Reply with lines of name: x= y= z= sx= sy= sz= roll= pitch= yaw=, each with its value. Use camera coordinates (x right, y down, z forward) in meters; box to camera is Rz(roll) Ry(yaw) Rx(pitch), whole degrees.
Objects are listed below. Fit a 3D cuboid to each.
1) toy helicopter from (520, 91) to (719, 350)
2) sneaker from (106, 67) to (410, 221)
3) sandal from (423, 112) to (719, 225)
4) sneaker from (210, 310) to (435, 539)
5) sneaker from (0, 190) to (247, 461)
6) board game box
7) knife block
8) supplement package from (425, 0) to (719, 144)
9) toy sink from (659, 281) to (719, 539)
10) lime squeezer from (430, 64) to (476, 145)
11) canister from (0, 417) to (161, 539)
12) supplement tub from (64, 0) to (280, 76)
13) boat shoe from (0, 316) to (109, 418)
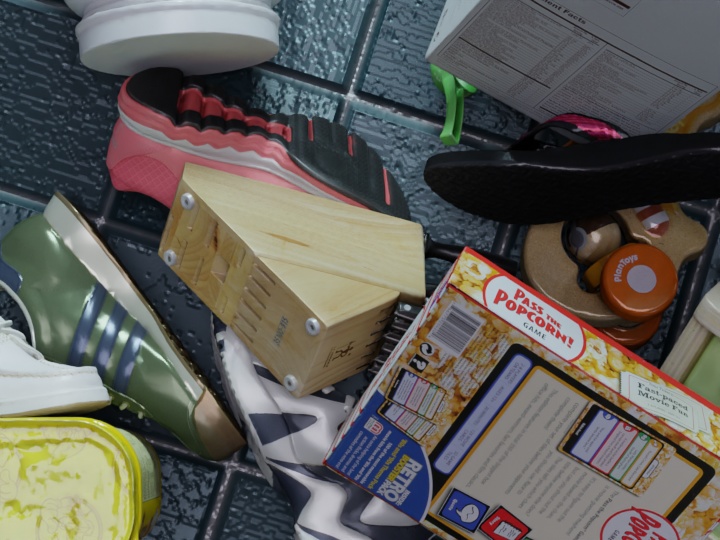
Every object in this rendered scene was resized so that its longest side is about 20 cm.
toy helicopter: x=0.168 y=-0.058 z=1.110 sx=0.132 sy=0.079 sz=0.200 roll=31 pitch=74 yaw=11
sneaker: x=-0.067 y=-0.057 z=1.106 sx=0.200 sy=0.074 sz=0.087 roll=22 pitch=124 yaw=-11
sandal: x=0.137 y=-0.066 z=1.042 sx=0.200 sy=0.075 sz=0.045 roll=-4 pitch=63 yaw=18
sneaker: x=-0.004 y=0.091 z=1.082 sx=0.129 sy=0.079 sz=0.199 roll=-25 pitch=79 yaw=-11
sneaker: x=-0.162 y=0.053 z=1.086 sx=0.090 sy=0.067 sz=0.200 roll=-37 pitch=81 yaw=-3
board game box: x=0.101 y=0.102 z=0.984 sx=0.200 sy=0.046 sz=0.152 roll=33 pitch=122 yaw=-2
knife block: x=0.000 y=0.000 z=1.073 sx=0.175 sy=0.064 sz=0.200 roll=-22 pitch=57 yaw=-43
supplement package: x=0.164 y=-0.204 z=1.010 sx=0.147 sy=0.200 sz=0.191 roll=26 pitch=64 yaw=-12
toy sink: x=0.248 y=0.068 z=1.009 sx=0.130 sy=0.112 sz=0.200 roll=37 pitch=124 yaw=16
lime squeezer: x=0.083 y=-0.149 z=1.109 sx=0.038 sy=0.071 sz=0.200 roll=43 pitch=61 yaw=-10
canister: x=-0.192 y=0.129 z=1.009 sx=0.148 sy=0.200 sz=0.087 roll=-2 pitch=85 yaw=-1
supplement tub: x=-0.117 y=-0.229 z=1.072 sx=0.145 sy=0.145 sz=0.200 roll=-4 pitch=85 yaw=-2
boat shoe: x=-0.233 y=0.054 z=1.041 sx=0.200 sy=0.071 sz=0.069 roll=0 pitch=85 yaw=33
